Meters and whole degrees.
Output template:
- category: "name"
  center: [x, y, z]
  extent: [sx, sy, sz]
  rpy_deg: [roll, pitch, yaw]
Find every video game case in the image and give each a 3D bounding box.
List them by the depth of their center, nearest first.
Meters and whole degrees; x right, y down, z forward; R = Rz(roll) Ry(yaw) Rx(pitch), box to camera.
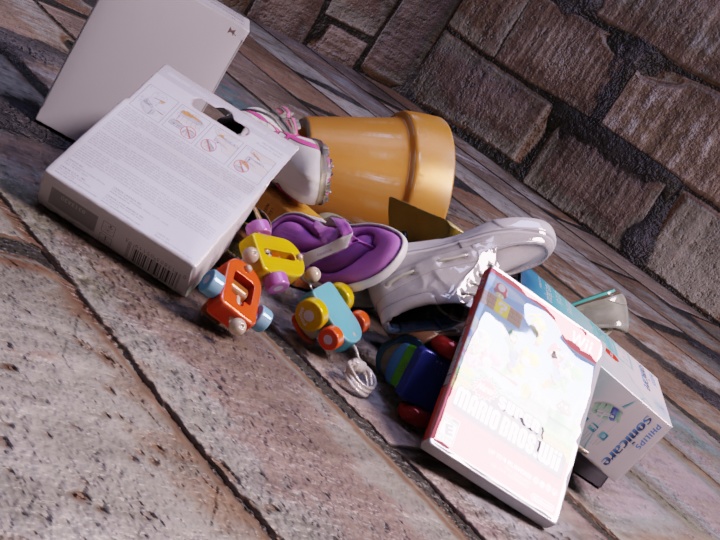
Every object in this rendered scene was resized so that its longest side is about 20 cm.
- category: "video game case"
  center: [0.142, 0.110, 1.156]
  extent: [0.143, 0.017, 0.200]
  rpy_deg: [34, 54, -15]

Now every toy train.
- category: "toy train"
  center: [-0.073, 0.041, 1.162]
  extent: [0.200, 0.056, 0.150]
  rpy_deg: [36, 35, -32]
- category: "toy train"
  center: [0.111, 0.125, 1.230]
  extent: [0.200, 0.085, 0.116]
  rpy_deg: [27, 0, -22]

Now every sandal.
- category: "sandal"
  center: [-0.040, -0.025, 1.276]
  extent: [0.202, 0.083, 0.050]
  rpy_deg: [9, -28, 47]

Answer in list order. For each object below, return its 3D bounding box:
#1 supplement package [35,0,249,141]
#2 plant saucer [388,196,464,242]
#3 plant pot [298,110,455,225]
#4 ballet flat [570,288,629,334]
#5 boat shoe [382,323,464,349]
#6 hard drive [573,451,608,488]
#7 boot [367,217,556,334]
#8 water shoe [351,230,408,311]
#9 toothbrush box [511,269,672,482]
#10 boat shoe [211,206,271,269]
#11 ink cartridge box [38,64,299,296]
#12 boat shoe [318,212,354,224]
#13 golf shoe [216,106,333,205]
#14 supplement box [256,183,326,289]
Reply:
- category: "supplement package"
  center: [-0.237, -0.223, 1.415]
  extent: [0.156, 0.200, 0.111]
  rpy_deg: [29, 12, -13]
- category: "plant saucer"
  center: [0.123, 0.004, 1.462]
  extent: [0.200, 0.048, 0.200]
  rpy_deg: [38, -2, -22]
- category: "plant pot"
  center: [-0.001, -0.119, 1.674]
  extent: [0.183, 0.200, 0.200]
  rpy_deg: [10, 20, -20]
- category: "ballet flat"
  center: [0.220, 0.073, 1.527]
  extent: [0.067, 0.200, 0.064]
  rpy_deg: [-3, 79, -83]
- category: "boat shoe"
  center: [0.105, 0.085, 1.383]
  extent: [0.200, 0.076, 0.072]
  rpy_deg: [17, 30, -43]
- category: "hard drive"
  center: [0.222, 0.163, 1.431]
  extent: [0.140, 0.038, 0.200]
  rpy_deg: [34, 13, 8]
- category: "boot"
  center: [0.106, 0.013, 1.261]
  extent: [0.074, 0.200, 0.096]
  rpy_deg: [82, -7, -47]
- category: "water shoe"
  center: [0.000, 0.000, 1.354]
  extent: [0.071, 0.079, 0.200]
  rpy_deg: [-10, 2, 23]
- category: "toothbrush box"
  center: [0.210, 0.099, 1.310]
  extent: [0.200, 0.085, 0.146]
  rpy_deg: [42, 15, -3]
- category: "boat shoe"
  center: [-0.119, -0.037, 1.294]
  extent: [0.072, 0.068, 0.200]
  rpy_deg: [27, 13, -21]
- category: "ink cartridge box"
  center: [-0.172, -0.088, 1.185]
  extent: [0.161, 0.050, 0.200]
  rpy_deg: [32, 45, 3]
- category: "boat shoe"
  center: [0.027, -0.004, 1.538]
  extent: [0.200, 0.075, 0.068]
  rpy_deg: [17, 24, -28]
- category: "golf shoe"
  center: [-0.095, -0.122, 1.414]
  extent: [0.092, 0.073, 0.200]
  rpy_deg: [-4, 27, -25]
- category: "supplement box"
  center: [-0.101, -0.058, 1.428]
  extent: [0.200, 0.067, 0.069]
  rpy_deg: [40, 18, 35]
